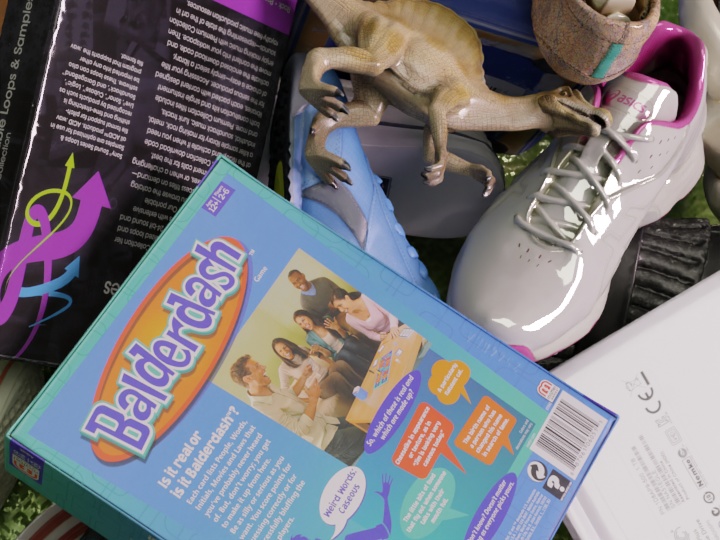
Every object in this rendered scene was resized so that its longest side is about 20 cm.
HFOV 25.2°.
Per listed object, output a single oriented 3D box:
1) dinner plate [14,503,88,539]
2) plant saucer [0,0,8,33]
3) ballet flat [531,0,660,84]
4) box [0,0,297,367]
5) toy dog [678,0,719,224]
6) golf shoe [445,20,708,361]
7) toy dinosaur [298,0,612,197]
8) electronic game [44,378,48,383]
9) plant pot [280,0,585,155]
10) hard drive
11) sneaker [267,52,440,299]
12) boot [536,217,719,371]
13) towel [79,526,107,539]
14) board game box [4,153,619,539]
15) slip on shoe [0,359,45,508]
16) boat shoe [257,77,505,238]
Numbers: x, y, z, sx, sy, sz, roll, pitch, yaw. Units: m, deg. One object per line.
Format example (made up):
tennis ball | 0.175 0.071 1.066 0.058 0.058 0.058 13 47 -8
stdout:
dinner plate | -0.081 0.187 0.736 0.198 0.024 0.202 5 67 -11
plant saucer | -0.197 -0.075 0.750 0.198 0.032 0.202 -10 68 24
ballet flat | 0.104 -0.185 0.713 0.067 0.067 0.202 -6 81 -12
box | -0.099 -0.055 0.690 0.036 0.142 0.202 10 86 36
toy dog | 0.237 -0.109 0.881 0.193 0.140 0.201 32 42 -13
golf shoe | 0.101 -0.041 0.737 0.075 0.092 0.200 27 51 17
toy dinosaur | 0.009 -0.091 0.706 0.199 0.058 0.101 34 56 0
electronic game | -0.131 0.005 0.790 0.198 0.042 0.202 9 58 -15
plant pot | 0.052 -0.177 0.833 0.198 0.200 0.182 15 72 -8
hard drive | 0.182 0.069 0.756 0.199 0.027 0.133 -29 83 -5
sneaker | 0.000 0.000 0.736 0.078 0.066 0.202 -4 83 -10
boot | 0.137 0.068 0.808 0.156 0.079 0.214 3 81 -1
towel | -0.028 0.108 0.750 0.146 0.022 0.201 40 65 -5
board game box | -0.017 0.069 0.644 0.199 0.045 0.153 34 63 3
slip on shoe | -0.207 0.116 0.691 0.061 0.074 0.201 36 85 10
boat shoe | -0.025 -0.067 0.808 0.198 0.073 0.066 5 34 -8
